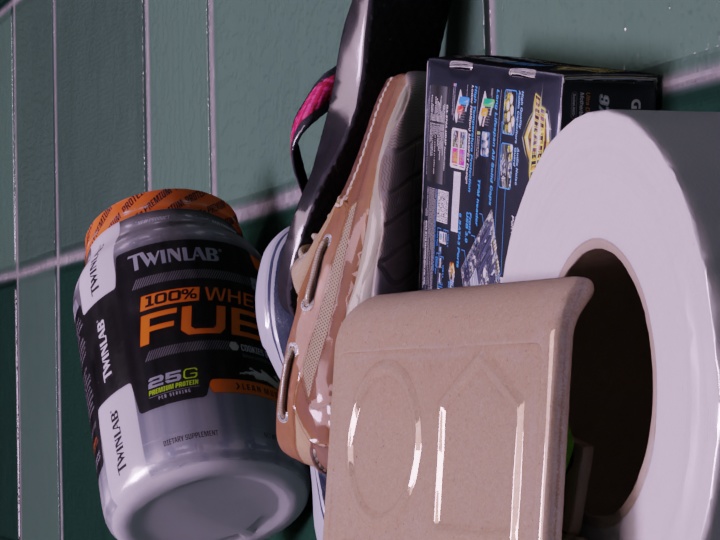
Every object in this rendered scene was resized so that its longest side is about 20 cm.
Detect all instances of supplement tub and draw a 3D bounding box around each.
[{"bbox_3d":[-0.104,0.059,1.507,0.123,0.122,0.200,115,149,-51],"label":"supplement tub"}]

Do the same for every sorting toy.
[{"bbox_3d":[0.033,0.105,0.972,0.185,0.036,0.200,-6,74,64],"label":"sorting toy"}]

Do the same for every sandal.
[{"bbox_3d":[-0.002,-0.072,1.258,0.045,0.075,0.200,22,101,42],"label":"sandal"}]

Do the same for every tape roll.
[{"bbox_3d":[0.117,0.041,0.932,0.202,0.071,0.203,-179,90,-72],"label":"tape roll"}]

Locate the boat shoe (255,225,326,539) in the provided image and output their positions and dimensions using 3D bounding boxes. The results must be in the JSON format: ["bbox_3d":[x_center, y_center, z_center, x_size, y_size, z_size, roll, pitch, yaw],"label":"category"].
[{"bbox_3d":[0.004,0.052,1.282,0.091,0.071,0.200,126,134,-56],"label":"boat shoe"}]

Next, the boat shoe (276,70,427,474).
[{"bbox_3d":[0.000,0.000,1.204,0.072,0.076,0.200,3,73,36],"label":"boat shoe"}]

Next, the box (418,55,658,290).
[{"bbox_3d":[0.071,0.009,1.105,0.159,0.046,0.200,-161,72,-70],"label":"box"}]

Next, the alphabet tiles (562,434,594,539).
[{"bbox_3d":[0.046,0.153,0.973,0.166,0.006,0.200,24,106,63],"label":"alphabet tiles"}]
